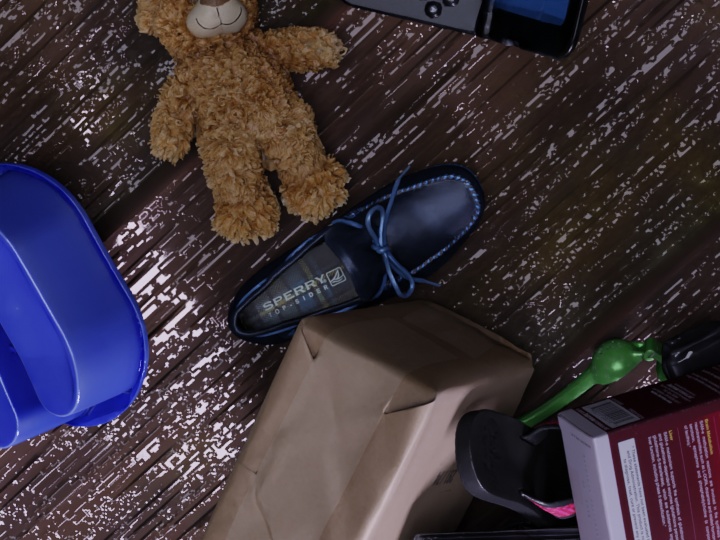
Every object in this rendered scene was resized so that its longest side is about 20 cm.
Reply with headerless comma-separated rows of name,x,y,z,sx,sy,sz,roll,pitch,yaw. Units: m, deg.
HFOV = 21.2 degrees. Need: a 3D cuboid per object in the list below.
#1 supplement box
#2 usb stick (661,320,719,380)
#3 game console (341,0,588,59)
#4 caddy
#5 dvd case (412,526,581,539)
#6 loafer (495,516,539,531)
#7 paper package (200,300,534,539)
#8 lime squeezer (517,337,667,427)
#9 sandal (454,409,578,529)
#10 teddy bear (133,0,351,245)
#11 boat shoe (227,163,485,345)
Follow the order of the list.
supplement box,0.236,0.120,1.241,0.199,0.061,0.109,-15,105,-14
usb stick,0.260,0.127,1.300,0.055,0.033,0.201,-27,106,-5
game console,0.077,-0.254,1.249,0.175,0.116,0.201,14,99,5
caddy,-0.233,0.024,1.338,0.141,0.105,0.200,-27,94,33
dvd case,0.095,0.232,1.284,0.199,0.016,0.149,3,122,-33
loafer,0.073,0.263,1.348,0.072,0.063,0.200,31,101,1
paper package,0.007,0.126,1.262,0.103,0.200,0.191,29,103,19
lime squeezer,0.200,0.081,1.319,0.199,0.038,0.071,-2,98,7
sandal,0.124,0.130,1.257,0.045,0.200,0.075,-13,73,26
teddy bear,-0.080,-0.117,1.313,0.144,0.067,0.201,-3,96,7
boat shoe,0.000,0.000,1.319,0.200,0.069,0.084,-37,92,11
